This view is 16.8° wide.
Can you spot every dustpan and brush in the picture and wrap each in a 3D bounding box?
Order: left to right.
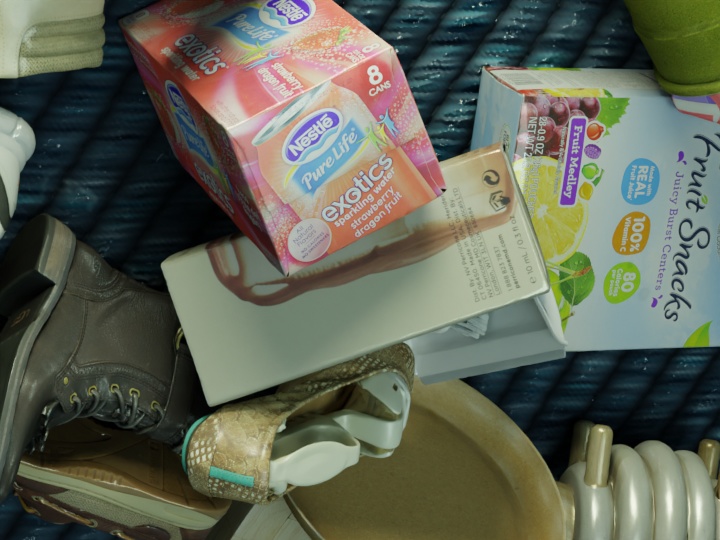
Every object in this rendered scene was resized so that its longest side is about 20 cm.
[{"bbox_3d":[0.039,-0.033,1.453,0.057,0.139,0.201,-11,88,-42],"label":"dustpan and brush"}]

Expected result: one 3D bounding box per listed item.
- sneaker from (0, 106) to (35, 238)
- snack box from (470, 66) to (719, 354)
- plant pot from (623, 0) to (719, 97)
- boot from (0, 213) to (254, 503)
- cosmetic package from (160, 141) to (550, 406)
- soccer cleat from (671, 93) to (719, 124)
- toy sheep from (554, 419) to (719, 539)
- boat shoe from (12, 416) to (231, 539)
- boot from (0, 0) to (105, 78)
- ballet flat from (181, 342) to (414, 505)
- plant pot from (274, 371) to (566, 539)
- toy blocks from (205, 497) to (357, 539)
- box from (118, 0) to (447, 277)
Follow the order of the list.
[{"bbox_3d":[-0.268,-0.065,1.300,0.199,0.074,0.080,16,67,-26],"label":"sneaker"},{"bbox_3d":[0.164,-0.038,1.514,0.199,0.068,0.169,-2,112,-24],"label":"snack box"},{"bbox_3d":[0.204,-0.238,1.388,0.200,0.200,0.193,-38,109,-3],"label":"plant pot"},{"bbox_3d":[-0.136,0.075,1.390,0.174,0.069,0.201,31,57,-27],"label":"boot"},{"bbox_3d":[0.000,0.000,1.359,0.199,0.103,0.088,-19,94,4],"label":"cosmetic package"},{"bbox_3d":[0.259,-0.157,1.483,0.200,0.073,0.068,-52,131,-37],"label":"soccer cleat"},{"bbox_3d":[0.190,0.171,1.582,0.199,0.138,0.138,9,109,-6],"label":"toy sheep"},{"bbox_3d":[-0.178,0.121,1.432,0.199,0.072,0.072,20,125,-17],"label":"boat shoe"},{"bbox_3d":[-0.216,-0.181,1.286,0.199,0.073,0.156,0,112,-33],"label":"boot"},{"bbox_3d":[-0.016,0.092,1.389,0.200,0.065,0.071,-24,127,-47],"label":"ballet flat"},{"bbox_3d":[0.030,0.130,1.467,0.199,0.201,0.028,10,133,-26],"label":"plant pot"},{"bbox_3d":[-0.034,0.186,1.523,0.199,0.100,0.137,24,112,-30],"label":"toy blocks"},{"bbox_3d":[-0.045,-0.091,1.324,0.102,0.200,0.095,-27,119,-10],"label":"box"}]
